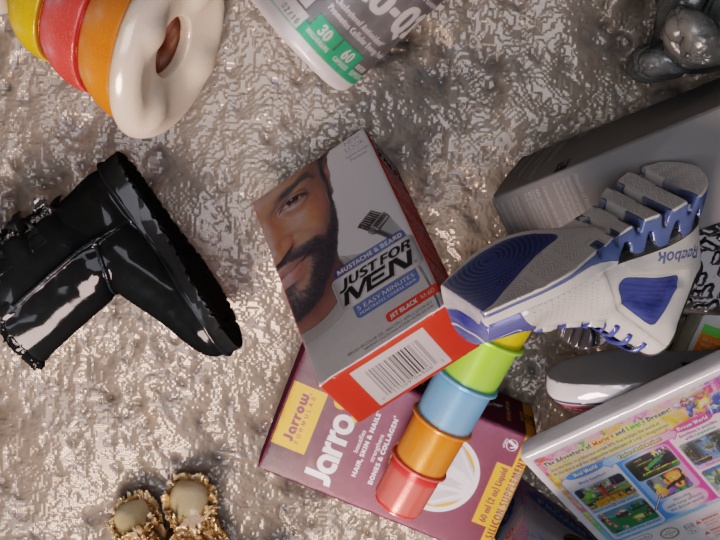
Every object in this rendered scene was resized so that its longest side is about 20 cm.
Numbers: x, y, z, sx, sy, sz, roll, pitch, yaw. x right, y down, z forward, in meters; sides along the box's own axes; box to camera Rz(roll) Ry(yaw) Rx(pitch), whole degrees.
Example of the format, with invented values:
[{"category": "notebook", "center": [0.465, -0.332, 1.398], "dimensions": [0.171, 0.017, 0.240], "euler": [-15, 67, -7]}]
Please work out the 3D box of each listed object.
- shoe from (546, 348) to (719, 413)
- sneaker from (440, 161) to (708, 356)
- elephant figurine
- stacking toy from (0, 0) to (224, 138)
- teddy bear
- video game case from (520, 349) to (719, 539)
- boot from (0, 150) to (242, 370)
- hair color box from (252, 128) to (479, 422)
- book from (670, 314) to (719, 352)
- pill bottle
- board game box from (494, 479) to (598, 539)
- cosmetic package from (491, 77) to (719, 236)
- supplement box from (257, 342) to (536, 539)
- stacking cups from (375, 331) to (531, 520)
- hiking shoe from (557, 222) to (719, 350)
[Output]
[{"category": "shoe", "center": [0.244, 0.113, 1.170], "dimensions": [0.198, 0.072, 0.092], "euler": [-4, 110, 4]}, {"category": "sneaker", "center": [0.164, 0.019, 1.045], "dimensions": [0.198, 0.081, 0.116], "euler": [-26, 120, -13]}, {"category": "elephant figurine", "center": [0.241, -0.247, 1.105], "dimensions": [0.154, 0.141, 0.202], "euler": [-11, 91, -31]}, {"category": "stacking toy", "center": [-0.215, -0.199, 1.154], "dimensions": [0.199, 0.146, 0.147], "euler": [23, 104, 17]}, {"category": "teddy bear", "center": [-0.139, 0.268, 1.281], "dimensions": [0.145, 0.067, 0.201], "euler": [-37, 93, 1]}, {"category": "video game case", "center": [0.253, 0.154, 1.149], "dimensions": [0.199, 0.024, 0.182], "euler": [-29, 117, 30]}, {"category": "boot", "center": [-0.209, 0.021, 1.214], "dimensions": [0.162, 0.073, 0.199], "euler": [-35, 92, 8]}, {"category": "hair color box", "center": [0.000, 0.000, 1.136], "dimensions": [0.110, 0.201, 0.064], "euler": [-33, 135, 10]}, {"category": "book", "center": [0.301, 0.125, 1.230], "dimensions": [0.133, 0.048, 0.202], "euler": [21, 105, -3]}, {"category": "pill bottle", "center": [0.022, -0.239, 1.120], "dimensions": [0.200, 0.113, 0.113], "euler": [-42, 98, 12]}, {"category": "board game box", "center": [0.194, 0.268, 1.188], "dimensions": [0.199, 0.200, 0.041], "euler": [37, 102, -7]}, {"category": "cosmetic package", "center": [0.210, -0.069, 1.129], "dimensions": [0.199, 0.107, 0.091], "euler": [-25, 101, 26]}, {"category": "supplement box", "center": [0.030, 0.134, 1.222], "dimensions": [0.198, 0.086, 0.111], "euler": [22, 104, -2]}, {"category": "stacking cups", "center": [0.067, 0.094, 1.137], "dimensions": [0.060, 0.061, 0.201], "euler": [29, 106, -4]}, {"category": "hiking shoe", "center": [0.240, 0.001, 1.157], "dimensions": [0.198, 0.101, 0.076], "euler": [-14, 96, 6]}]
